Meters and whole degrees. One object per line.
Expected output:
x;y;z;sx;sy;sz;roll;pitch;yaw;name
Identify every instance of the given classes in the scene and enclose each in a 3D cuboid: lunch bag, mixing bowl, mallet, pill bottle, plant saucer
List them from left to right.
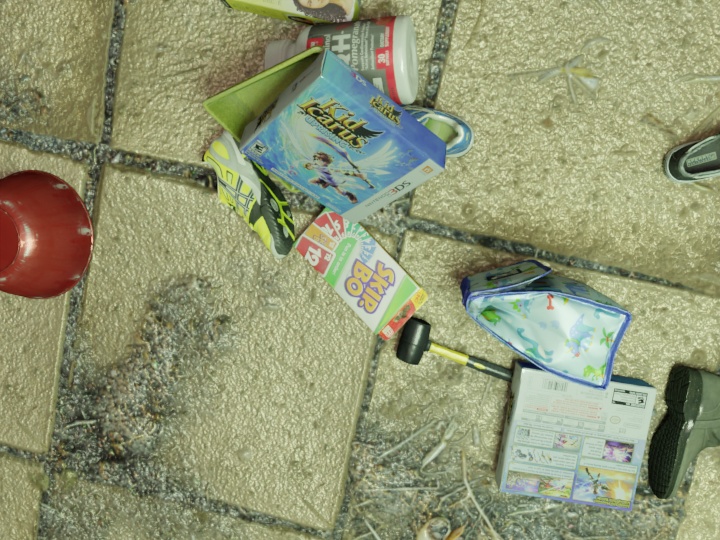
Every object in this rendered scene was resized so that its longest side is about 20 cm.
-0.518;-0.050;0.906;0.195;0.108;0.205;1;95;6;mixing bowl
-0.070;-0.201;0.803;0.197;0.199;0.049;-12;54;32;plant saucer
-0.025;-0.276;0.824;0.195;0.111;0.114;-1;96;15;pill bottle
0.146;0.139;0.898;0.197;0.041;0.067;27;97;-2;mallet
0.230;0.055;0.810;0.196;0.170;0.130;16;98;6;lunch bag

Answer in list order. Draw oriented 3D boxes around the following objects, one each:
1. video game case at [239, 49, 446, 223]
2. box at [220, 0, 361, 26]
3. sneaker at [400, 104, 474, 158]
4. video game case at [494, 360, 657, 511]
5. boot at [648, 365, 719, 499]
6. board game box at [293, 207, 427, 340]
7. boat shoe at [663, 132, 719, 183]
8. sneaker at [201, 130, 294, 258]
-0.023;-0.153;0.762;0.198;0.046;0.180;29;144;-30;video game case
-0.097;-0.394;0.855;0.195;0.050;0.077;13;97;5;box
0.062;-0.203;0.846;0.195;0.077;0.078;7;99;8;sneaker
0.307;0.238;0.878;0.195;0.045;0.186;9;97;-1;video game case
0.496;0.239;0.860;0.127;0.068;0.205;11;99;-1;boot
0.000;0.000;0.889;0.096;0.030;0.200;-45;85;9;board game box
0.512;-0.169;0.809;0.195;0.068;0.075;-13;95;7;boat shoe
-0.161;-0.105;0.888;0.075;0.075;0.203;-29;82;15;sneaker
